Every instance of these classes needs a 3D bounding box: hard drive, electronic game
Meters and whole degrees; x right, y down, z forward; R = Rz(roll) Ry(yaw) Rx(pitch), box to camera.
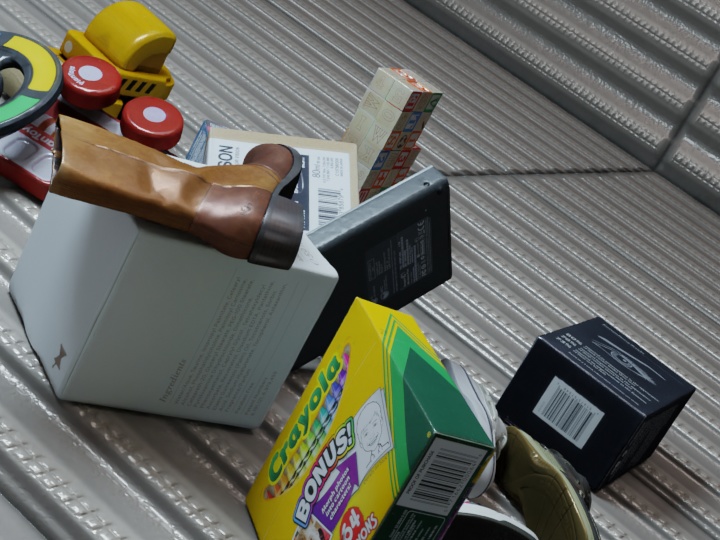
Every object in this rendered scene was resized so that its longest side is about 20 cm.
[{"bbox_3d":[0.000,0.000,1.391,0.199,0.140,0.033,-30,50,-22],"label":"hard drive"},{"bbox_3d":[-0.396,-0.184,1.445,0.199,0.042,0.201,0,40,0],"label":"electronic game"}]

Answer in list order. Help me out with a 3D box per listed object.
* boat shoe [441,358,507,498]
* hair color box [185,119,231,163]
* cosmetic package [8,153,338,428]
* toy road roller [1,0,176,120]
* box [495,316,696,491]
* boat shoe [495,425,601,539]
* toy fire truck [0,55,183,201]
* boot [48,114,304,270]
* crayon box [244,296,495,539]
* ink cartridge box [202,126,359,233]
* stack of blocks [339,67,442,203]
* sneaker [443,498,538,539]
[{"bbox_3d":[0.109,0.159,1.410,0.065,0.072,0.200,28,16,-19],"label":"boat shoe"},{"bbox_3d":[-0.142,-0.098,1.691,0.100,0.061,0.200,22,22,-21],"label":"hair color box"},{"bbox_3d":[-0.161,0.011,1.232,0.199,0.167,0.167,13,25,-37],"label":"cosmetic package"},{"bbox_3d":[-0.302,-0.239,1.676,0.123,0.146,0.199,42,22,32],"label":"toy road roller"},{"bbox_3d":[0.262,0.142,1.609,0.148,0.105,0.200,38,20,22],"label":"box"},{"bbox_3d":[0.188,0.214,1.371,0.064,0.073,0.200,15,24,-24],"label":"boat shoe"},{"bbox_3d":[-0.283,-0.117,1.497,0.199,0.112,0.168,33,43,11],"label":"toy fire truck"},{"bbox_3d":[-0.149,-0.076,1.158,0.199,0.069,0.189,17,31,-14],"label":"boot"},{"bbox_3d":[-0.001,0.151,1.063,0.058,0.201,0.173,18,22,-30],"label":"crayon box"},{"bbox_3d":[-0.085,-0.054,1.498,0.164,0.075,0.201,6,42,-9],"label":"ink cartridge box"},{"bbox_3d":[0.025,-0.158,1.867,0.058,0.201,0.115,36,21,21],"label":"stack of blocks"},{"bbox_3d":[0.057,0.191,1.239,0.199,0.084,0.121,21,30,-20],"label":"sneaker"}]
